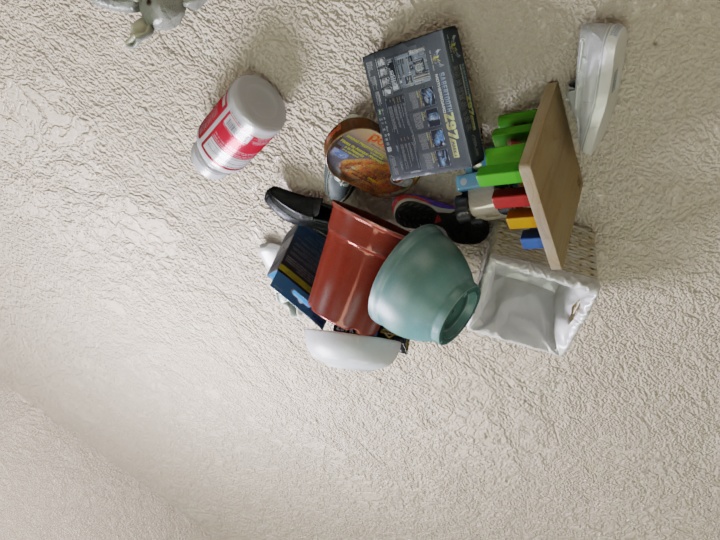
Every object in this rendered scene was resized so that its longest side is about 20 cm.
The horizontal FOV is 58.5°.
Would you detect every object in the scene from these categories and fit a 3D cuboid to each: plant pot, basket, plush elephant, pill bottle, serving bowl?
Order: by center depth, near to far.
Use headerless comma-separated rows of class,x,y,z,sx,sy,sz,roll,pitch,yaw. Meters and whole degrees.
plush elephant,-0.325,-0.432,0.974,0.155,0.164,0.201,45,173,37
plant pot,0.125,0.043,1.121,0.133,0.199,0.204,37,147,28
pill bottle,-0.229,-0.251,1.168,0.112,0.114,0.198,39,137,-20
basket,0.315,0.018,1.177,0.194,0.163,0.201,16,139,7
plant pot,0.000,0.000,1.204,0.196,0.201,0.200,23,98,-2
serving bowl,-0.018,0.162,1.271,0.193,0.068,0.200,8,173,1

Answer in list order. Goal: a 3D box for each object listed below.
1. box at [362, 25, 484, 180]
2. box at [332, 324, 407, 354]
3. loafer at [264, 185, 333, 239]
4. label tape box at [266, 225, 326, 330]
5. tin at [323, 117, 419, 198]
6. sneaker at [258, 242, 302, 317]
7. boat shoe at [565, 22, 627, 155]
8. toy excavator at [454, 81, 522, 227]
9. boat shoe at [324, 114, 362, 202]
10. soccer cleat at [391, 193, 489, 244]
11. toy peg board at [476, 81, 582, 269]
box,0.097,-0.252,0.997,0.155,0.051,0.206,-3,110,42
box,0.030,0.143,1.446,0.155,0.051,0.200,10,167,10
loafer,-0.096,-0.121,1.287,0.196,0.069,0.071,26,132,-12
label tape box,-0.114,0.015,1.314,0.142,0.203,0.066,39,133,-19
tin,0.023,-0.194,1.115,0.197,0.043,0.111,22,132,-39
sneaker,-0.170,0.023,1.460,0.069,0.081,0.202,-9,129,33
boat shoe,0.337,-0.264,0.946,0.067,0.072,0.203,26,151,28
toy excavator,0.199,-0.187,1.069,0.097,0.207,0.193,-9,173,29
boat shoe,-0.034,-0.191,1.184,0.071,0.063,0.202,22,139,0
soccer cleat,0.151,-0.103,1.206,0.194,0.074,0.070,12,118,-15
toy peg board,0.266,-0.144,1.004,0.095,0.203,0.201,-1,136,34
